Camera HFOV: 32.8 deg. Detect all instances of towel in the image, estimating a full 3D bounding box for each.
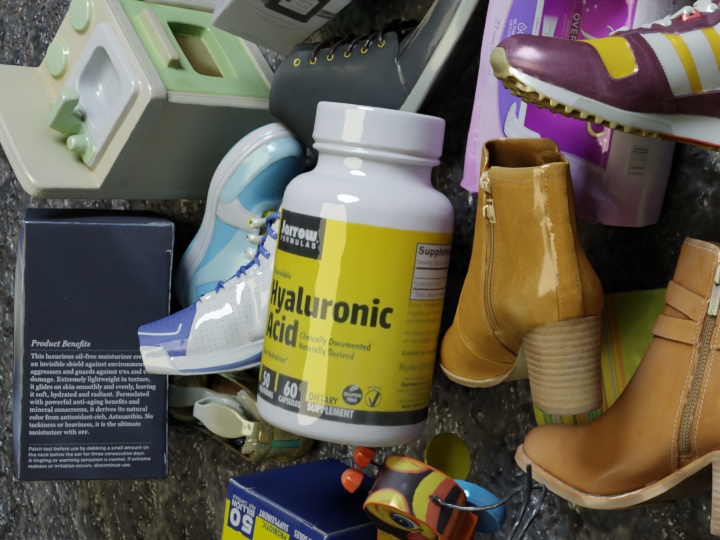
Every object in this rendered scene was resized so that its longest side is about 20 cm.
[{"bbox_3d":[0.182,0.053,0.729,0.199,0.018,0.087,-7,93,44],"label":"towel"}]

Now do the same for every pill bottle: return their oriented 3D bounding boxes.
[{"bbox_3d":[0.000,0.000,0.769,0.111,0.111,0.202,12,97,44],"label":"pill bottle"}]

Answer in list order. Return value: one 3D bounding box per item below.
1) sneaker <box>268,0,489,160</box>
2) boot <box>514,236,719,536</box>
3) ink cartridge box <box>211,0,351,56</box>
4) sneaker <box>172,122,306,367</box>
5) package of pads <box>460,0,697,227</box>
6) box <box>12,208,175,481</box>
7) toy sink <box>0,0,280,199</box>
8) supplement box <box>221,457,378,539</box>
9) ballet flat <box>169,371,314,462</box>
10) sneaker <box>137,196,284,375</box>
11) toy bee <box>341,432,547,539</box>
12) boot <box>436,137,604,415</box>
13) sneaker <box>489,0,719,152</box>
[{"bbox_3d":[0.010,-0.147,0.826,0.106,0.075,0.201,40,123,8],"label":"sneaker"},{"bbox_3d":[0.175,0.059,0.686,0.199,0.073,0.156,4,91,46],"label":"boot"},{"bbox_3d":[-0.028,-0.235,0.820,0.200,0.066,0.117,-21,51,65],"label":"ink cartridge box"},{"bbox_3d":[-0.069,-0.004,0.936,0.131,0.079,0.201,56,137,30],"label":"sneaker"},{"bbox_3d":[0.134,-0.133,0.724,0.120,0.075,0.202,19,106,45],"label":"package of pads"},{"bbox_3d":[-0.223,0.051,1.009,0.200,0.122,0.201,-161,74,-74],"label":"box"},{"bbox_3d":[-0.171,-0.140,0.945,0.112,0.199,0.131,-51,58,34],"label":"toy sink"},{"bbox_3d":[-0.035,0.255,0.890,0.108,0.109,0.202,18,105,43],"label":"supplement box"},{"bbox_3d":[-0.120,0.107,1.000,0.199,0.070,0.071,18,105,44],"label":"ballet flat"},{"bbox_3d":[-0.060,0.006,0.870,0.197,0.081,0.116,-11,89,3],"label":"sneaker"},{"bbox_3d":[0.039,0.149,0.776,0.108,0.131,0.201,27,130,5],"label":"toy bee"},{"bbox_3d":[0.087,-0.004,0.712,0.201,0.070,0.146,-164,66,-75],"label":"boot"},{"bbox_3d":[0.166,-0.112,0.633,0.075,0.198,0.091,-125,47,-76],"label":"sneaker"}]
